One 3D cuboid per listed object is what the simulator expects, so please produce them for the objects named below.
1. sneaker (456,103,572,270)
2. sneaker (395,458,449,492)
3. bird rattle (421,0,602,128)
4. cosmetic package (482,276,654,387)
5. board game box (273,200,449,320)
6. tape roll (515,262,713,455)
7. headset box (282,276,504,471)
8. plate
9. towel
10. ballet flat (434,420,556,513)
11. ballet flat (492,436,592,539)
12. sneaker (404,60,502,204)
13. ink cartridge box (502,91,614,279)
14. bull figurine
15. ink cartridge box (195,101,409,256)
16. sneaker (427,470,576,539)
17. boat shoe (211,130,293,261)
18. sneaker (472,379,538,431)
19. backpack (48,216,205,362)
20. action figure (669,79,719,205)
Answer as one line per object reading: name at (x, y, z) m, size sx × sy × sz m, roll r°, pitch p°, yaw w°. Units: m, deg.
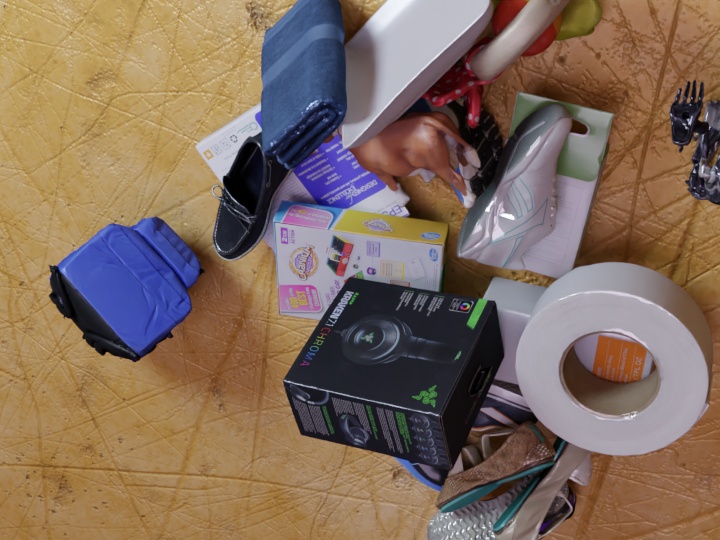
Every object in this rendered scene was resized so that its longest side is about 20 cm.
sneaker at (0.173, -0.083, 1.081) m, size 0.080 × 0.071 × 0.201 m, roll 22°, pitch 127°, yaw -7°
sneaker at (0.082, 0.212, 1.346) m, size 0.200 × 0.070 × 0.078 m, roll 34°, pitch 130°, yaw 2°
bird rattle at (0.141, -0.231, 1.002) m, size 0.113 × 0.200 × 0.163 m, roll 50°, pitch 165°, yaw -3°
cosmetic package at (0.237, 0.084, 1.208) m, size 0.199 × 0.071 × 0.102 m, roll 12°, pitch 121°, yaw 17°
board game box at (0.000, 0.000, 1.242) m, size 0.199 × 0.040 × 0.153 m, roll 9°, pitch 133°, yaw 8°
tape roll at (0.270, 0.095, 1.115) m, size 0.202 × 0.071 × 0.203 m, roll 9°, pitch 118°, yaw 18°
headset box at (0.047, 0.110, 1.154) m, size 0.199 × 0.174 × 0.093 m, roll 10°, pitch 136°, yaw 26°
plate at (0.055, -0.229, 1.036) m, size 0.032 × 0.200 × 0.200 m, roll 33°, pitch 121°, yaw -25°
towel at (-0.057, -0.207, 1.101) m, size 0.048 × 0.201 × 0.112 m, roll 30°, pitch 129°, yaw -32°
ballet flat at (0.155, 0.235, 1.271) m, size 0.200 × 0.070 × 0.066 m, roll -37°, pitch 66°, yaw 41°
ballet flat at (0.237, 0.253, 1.259) m, size 0.069 × 0.069 × 0.200 m, roll 36°, pitch 88°, yaw 0°
sneaker at (0.087, -0.158, 1.145) m, size 0.089 × 0.079 × 0.201 m, roll -4°, pitch 121°, yaw 46°
ink cartridge box at (0.202, -0.097, 1.129) m, size 0.103 × 0.059 × 0.201 m, roll 17°, pitch 122°, yaw 14°
bull figurine at (0.043, -0.123, 1.089) m, size 0.121 × 0.065 × 0.200 m, roll 43°, pitch 165°, yaw -29°
ink cartridge box at (-0.065, -0.114, 1.241) m, size 0.198 × 0.043 × 0.200 m, roll -26°, pitch 107°, yaw 33°
sneaker at (0.187, 0.326, 1.346) m, size 0.199 × 0.070 × 0.100 m, roll -24°, pitch 143°, yaw 17°
boat shoe at (-0.133, -0.087, 1.210) m, size 0.075 × 0.062 × 0.200 m, roll 49°, pitch 131°, yaw 18°
sneaker at (0.126, 0.143, 1.283) m, size 0.199 × 0.078 × 0.080 m, roll 26°, pitch 119°, yaw 5°
backpack at (-0.299, 0.026, 1.348) m, size 0.163 × 0.168 × 0.200 m, roll 54°, pitch 155°, yaw -7°
action figure at (0.368, -0.111, 1.018) m, size 0.119 × 0.200 × 0.102 m, roll 29°, pitch 89°, yaw 34°
